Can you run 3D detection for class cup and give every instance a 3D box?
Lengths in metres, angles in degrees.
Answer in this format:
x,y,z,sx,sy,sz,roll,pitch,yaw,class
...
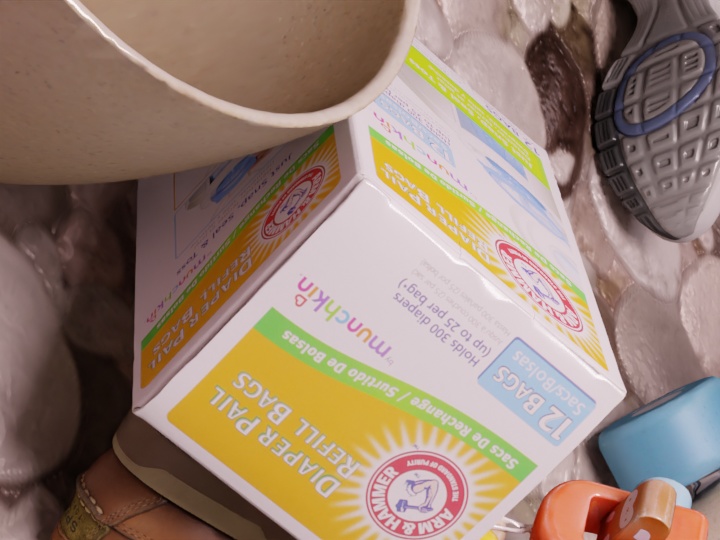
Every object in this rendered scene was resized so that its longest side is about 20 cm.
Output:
x,y,z,sx,sy,sz,roll,pitch,yaw,class
-0.101,-0.105,0.815,0.200,0.143,0.201,31,45,-37,cup

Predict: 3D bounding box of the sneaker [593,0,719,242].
x,y,z,sx,sy,sz,roll,pitch,yaw,class
0.160,-0.094,1.287,0.087,0.074,0.200,46,41,-42,sneaker

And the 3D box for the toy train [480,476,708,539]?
x,y,z,sx,sy,sz,roll,pitch,yaw,class
0.054,0.128,0.954,0.056,0.150,0.200,104,8,-46,toy train

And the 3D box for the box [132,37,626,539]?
x,y,z,sx,sy,sz,roll,pitch,yaw,class
0.000,0.000,0.877,0.112,0.101,0.200,40,16,-18,box

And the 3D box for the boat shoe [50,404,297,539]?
x,y,z,sx,sy,sz,roll,pitch,yaw,class
-0.005,0.119,0.872,0.200,0.068,0.072,34,11,-1,boat shoe

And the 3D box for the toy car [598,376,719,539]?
x,y,z,sx,sy,sz,roll,pitch,yaw,class
0.226,0.108,1.212,0.185,0.177,0.200,61,20,1,toy car
